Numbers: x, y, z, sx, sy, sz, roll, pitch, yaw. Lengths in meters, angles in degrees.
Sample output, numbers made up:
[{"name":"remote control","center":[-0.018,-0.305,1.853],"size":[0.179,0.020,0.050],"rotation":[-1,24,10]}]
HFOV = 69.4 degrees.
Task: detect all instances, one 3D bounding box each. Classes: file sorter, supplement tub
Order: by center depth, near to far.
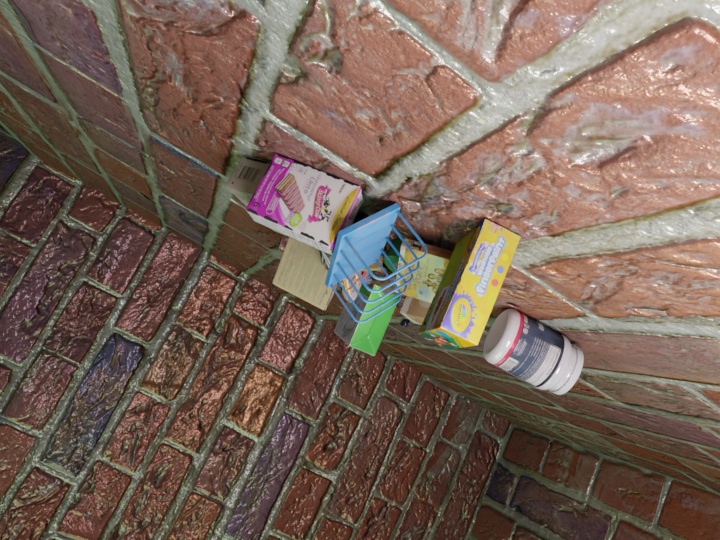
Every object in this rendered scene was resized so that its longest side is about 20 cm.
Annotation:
[{"name":"file sorter","center":[0.029,-0.005,1.027],"size":[0.123,0.138,0.201],"rotation":[54,154,18]},{"name":"supplement tub","center":[0.408,0.194,1.240],"size":[0.198,0.142,0.140],"rotation":[27,167,-2]}]

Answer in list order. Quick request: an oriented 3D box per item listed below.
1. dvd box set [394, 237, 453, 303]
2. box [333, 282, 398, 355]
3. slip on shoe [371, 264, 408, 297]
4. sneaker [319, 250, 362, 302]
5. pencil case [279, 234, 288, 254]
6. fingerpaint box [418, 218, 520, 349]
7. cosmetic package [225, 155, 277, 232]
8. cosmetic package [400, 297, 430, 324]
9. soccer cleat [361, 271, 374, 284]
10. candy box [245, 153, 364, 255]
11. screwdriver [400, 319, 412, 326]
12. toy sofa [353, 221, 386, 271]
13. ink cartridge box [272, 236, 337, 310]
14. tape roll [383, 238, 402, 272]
[{"name":"dvd box set","center":[0.174,0.017,1.093],"size":[0.197,0.030,0.148],"rotation":[17,138,11]},{"name":"box","center":[0.018,0.132,1.591],"size":[0.096,0.202,0.176],"rotation":[23,180,-20]},{"name":"slip on shoe","center":[0.082,0.038,1.354],"size":[0.075,0.061,0.200],"rotation":[26,-173,-31]},{"name":"sneaker","center":[-0.055,-0.015,1.272],"size":[0.076,0.078,0.203],"rotation":[-7,111,28]},{"name":"pencil case","center":[-0.123,-0.049,1.438],"size":[0.198,0.084,0.087],"rotation":[24,162,5]},{"name":"fingerpaint box","center":[0.189,0.032,0.923],"size":[0.073,0.202,0.167],"rotation":[25,167,-1]},{"name":"cosmetic package","center":[-0.204,-0.166,1.207],"size":[0.102,0.088,0.200],"rotation":[18,163,30]},{"name":"cosmetic package","center":[0.206,0.096,1.359],"size":[0.071,0.106,0.199],"rotation":[35,164,-33]},{"name":"soccer cleat","center":[0.000,0.000,1.417],"size":[0.066,0.077,0.201],"rotation":[24,158,11]},{"name":"candy box","center":[-0.110,-0.132,1.037],"size":[0.198,0.138,0.061],"rotation":[23,167,14]},{"name":"screwdriver","center":[0.191,0.201,1.960],"size":[0.029,0.028,0.200],"rotation":[58,166,-6]},{"name":"toy sofa","center":[-0.018,-0.084,1.187],"size":[0.082,0.099,0.200],"rotation":[-4,151,30]},{"name":"ink cartridge box","center":[-0.122,-0.022,1.363],"size":[0.163,0.202,0.075],"rotation":[26,-153,1]},{"name":"tape roll","center":[0.152,-0.002,1.210],"size":[0.198,0.049,0.201],"rotation":[26,168,6]}]
